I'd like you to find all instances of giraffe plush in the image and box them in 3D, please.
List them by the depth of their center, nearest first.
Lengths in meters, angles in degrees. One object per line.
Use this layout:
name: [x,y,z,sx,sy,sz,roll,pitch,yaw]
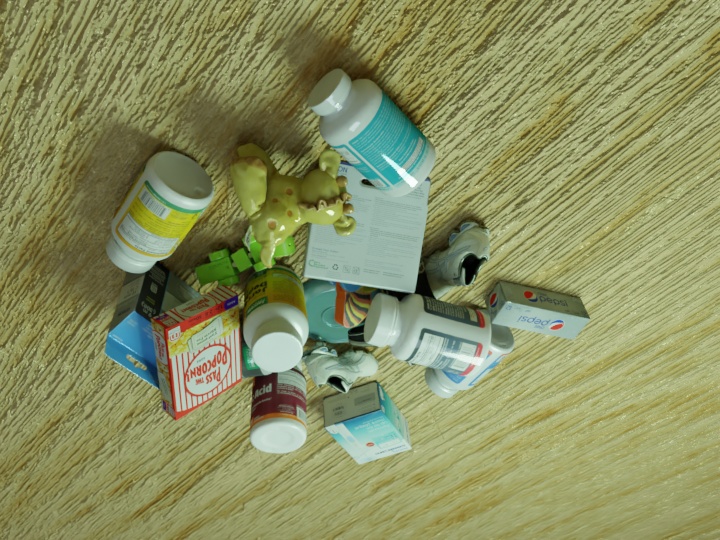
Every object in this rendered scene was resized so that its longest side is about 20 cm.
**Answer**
giraffe plush: [-0.095,-0.113,0.965,0.162,0.200,0.173,-16,135,3]

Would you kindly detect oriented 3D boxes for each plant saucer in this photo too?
plant saucer: [-0.047,0.086,1.279,0.200,0.027,0.200,-2,134,-3]

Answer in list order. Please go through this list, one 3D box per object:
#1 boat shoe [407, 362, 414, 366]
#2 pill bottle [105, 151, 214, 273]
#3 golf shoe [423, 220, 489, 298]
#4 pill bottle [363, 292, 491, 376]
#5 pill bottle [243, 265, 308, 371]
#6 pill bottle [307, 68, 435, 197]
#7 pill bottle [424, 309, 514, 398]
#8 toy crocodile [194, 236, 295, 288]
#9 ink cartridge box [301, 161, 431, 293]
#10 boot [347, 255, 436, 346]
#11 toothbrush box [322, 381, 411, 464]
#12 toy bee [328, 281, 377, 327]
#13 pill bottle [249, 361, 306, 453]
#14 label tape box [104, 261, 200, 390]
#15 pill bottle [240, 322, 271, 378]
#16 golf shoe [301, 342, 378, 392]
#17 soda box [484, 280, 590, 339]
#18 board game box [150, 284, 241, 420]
boat shoe: [0.109,0.157,1.295,0.057,0.067,0.200,-30,168,0]
pill bottle: [-0.332,-0.087,1.023,0.113,0.113,0.200,27,125,-28]
golf shoe: [0.171,0.002,1.173,0.078,0.097,0.200,14,133,-21]
pill bottle: [0.114,0.106,1.106,0.200,0.120,0.120,16,130,-12]
pill bottle: [-0.151,0.085,1.124,0.113,0.200,0.113,-4,121,-7]
pill bottle: [0.015,-0.207,0.944,0.111,0.111,0.200,-34,129,24]
pill bottle: [0.223,0.183,1.341,0.112,0.112,0.200,21,128,-24]
toy crocodile: [-0.211,-0.020,1.141,0.200,0.062,0.068,-23,93,18]
ink cartridge box: [0.011,-0.073,1.071,0.199,0.041,0.200,10,90,-13]
boot: [0.053,0.059,1.213,0.203,0.073,0.154,-13,105,21]
toothbrush box: [0.018,0.370,1.520,0.146,0.085,0.200,-20,134,13]
toy bee: [0.000,0.000,1.147,0.109,0.131,0.200,-14,128,-27]
pill bottle: [-0.170,0.266,1.319,0.114,0.200,0.114,-3,133,-3]
label tape box: [-0.365,0.094,1.131,0.066,0.200,0.143,-26,131,20]
pill bottle: [-0.234,0.160,1.271,0.200,0.113,0.113,-10,134,3]
golf shoe: [-0.035,0.219,1.335,0.200,0.097,0.078,14,136,-41]
soda box: [0.361,0.082,1.291,0.200,0.063,0.068,11,130,-17]
board game box: [-0.284,0.144,1.113,0.151,0.046,0.200,-29,134,-42]
